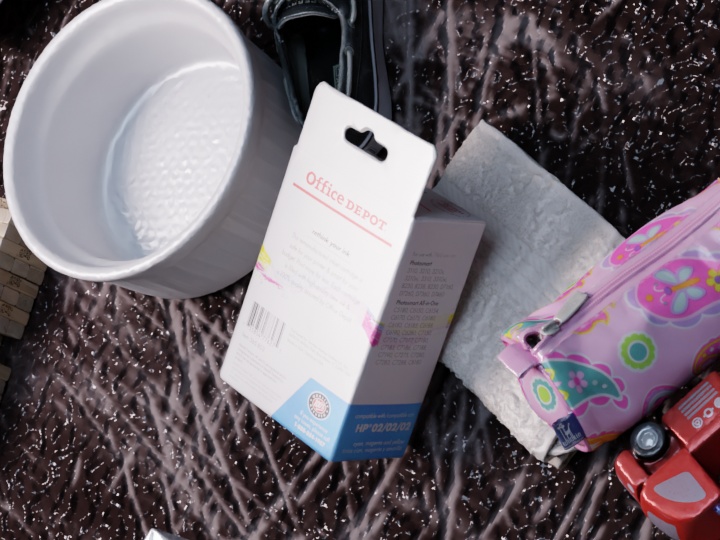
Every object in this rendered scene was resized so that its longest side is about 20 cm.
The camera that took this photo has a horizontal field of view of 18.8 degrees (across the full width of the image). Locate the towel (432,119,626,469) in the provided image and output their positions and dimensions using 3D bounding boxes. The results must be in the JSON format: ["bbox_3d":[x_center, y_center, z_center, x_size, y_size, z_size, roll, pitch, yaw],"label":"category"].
[{"bbox_3d":[0.096,0.012,1.308,0.133,0.034,0.200,-51,55,7],"label":"towel"}]

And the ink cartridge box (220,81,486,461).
[{"bbox_3d":[0.000,0.000,1.311,0.115,0.068,0.201,33,112,40],"label":"ink cartridge box"}]

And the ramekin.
[{"bbox_3d":[-0.129,-0.078,1.439,0.200,0.098,0.201,-11,68,29],"label":"ramekin"}]

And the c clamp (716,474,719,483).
[{"bbox_3d":[0.260,0.153,1.161,0.200,0.027,0.171,39,96,35],"label":"c clamp"}]

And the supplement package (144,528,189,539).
[{"bbox_3d":[-0.098,0.284,1.289,0.156,0.111,0.200,34,93,35],"label":"supplement package"}]

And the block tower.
[{"bbox_3d":[-0.274,0.046,1.514,0.058,0.054,0.201,11,80,35],"label":"block tower"}]

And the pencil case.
[{"bbox_3d":[0.170,0.014,1.200,0.200,0.088,0.087,-36,57,-5],"label":"pencil case"}]

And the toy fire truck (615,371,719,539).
[{"bbox_3d":[0.248,0.090,1.153,0.200,0.049,0.141,-42,53,4],"label":"toy fire truck"}]

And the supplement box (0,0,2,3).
[{"bbox_3d":[-0.279,-0.271,1.579,0.200,0.103,0.101,-54,28,7],"label":"supplement box"}]

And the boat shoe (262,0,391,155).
[{"bbox_3d":[-0.030,-0.168,1.425,0.073,0.068,0.200,-16,66,26],"label":"boat shoe"}]
